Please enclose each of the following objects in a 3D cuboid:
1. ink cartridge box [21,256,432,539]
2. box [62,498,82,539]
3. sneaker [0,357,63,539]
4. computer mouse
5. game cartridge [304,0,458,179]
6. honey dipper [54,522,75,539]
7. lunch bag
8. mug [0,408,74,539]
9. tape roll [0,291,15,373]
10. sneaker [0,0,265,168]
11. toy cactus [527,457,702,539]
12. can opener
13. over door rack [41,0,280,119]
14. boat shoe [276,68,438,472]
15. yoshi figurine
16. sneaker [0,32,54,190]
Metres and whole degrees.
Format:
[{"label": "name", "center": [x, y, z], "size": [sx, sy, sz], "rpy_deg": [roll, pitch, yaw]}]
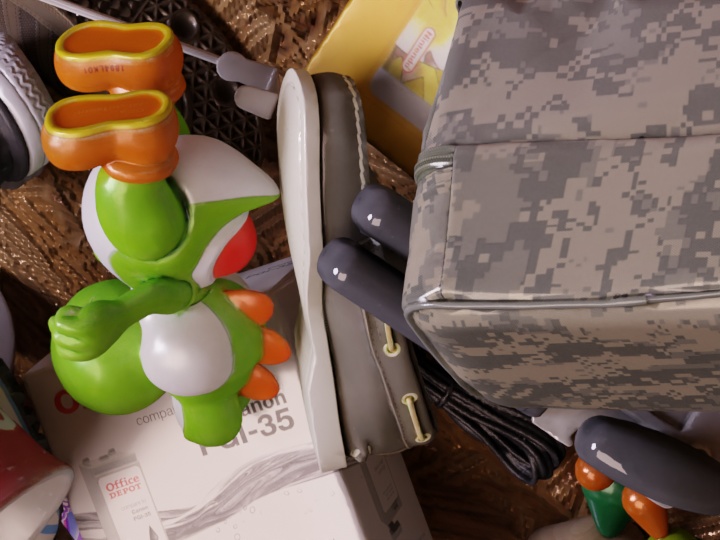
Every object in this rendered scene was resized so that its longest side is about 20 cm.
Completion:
[{"label": "ink cartridge box", "center": [-0.057, 0.111, 1.324], "size": [0.146, 0.083, 0.201], "rpy_deg": [-18, 97, 21]}, {"label": "box", "center": [-0.100, 0.121, 1.446], "size": [0.136, 0.039, 0.200], "rpy_deg": [36, 134, 6]}, {"label": "sneaker", "center": [-0.186, 0.121, 1.328], "size": [0.072, 0.072, 0.201], "rpy_deg": [53, 149, 39]}, {"label": "computer mouse", "center": [0.081, 0.018, 1.247], "size": [0.110, 0.044, 0.200], "rpy_deg": [40, 135, 3]}, {"label": "game cartridge", "center": [0.095, -0.082, 1.143], "size": [0.200, 0.032, 0.177], "rpy_deg": [39, 120, 5]}, {"label": "honey dipper", "center": [-0.169, 0.116, 1.416], "size": [0.200, 0.038, 0.038], "rpy_deg": [41, 149, 54]}, {"label": "lunch bag", "center": [0.125, -0.041, 1.047], "size": [0.199, 0.169, 0.139], "rpy_deg": [-2, 160, 21]}, {"label": "mug", "center": [-0.257, 0.081, 1.231], "size": [0.200, 0.133, 0.178], "rpy_deg": [45, 105, 8]}, {"label": "tape roll", "center": [-0.276, 0.055, 1.401], "size": [0.199, 0.200, 0.066], "rpy_deg": [25, 134, 15]}, {"label": "sneaker", "center": [-0.125, -0.110, 1.287], "size": [0.200, 0.070, 0.075], "rpy_deg": [48, 158, -7]}, {"label": "toy cactus", "center": [0.139, 0.129, 1.274], "size": [0.165, 0.102, 0.201], "rpy_deg": [-3, 125, 57]}, {"label": "can opener", "center": [0.076, 0.037, 1.135], "size": [0.199, 0.067, 0.054], "rpy_deg": [33, 92, -18]}, {"label": "over door rack", "center": [-0.097, -0.173, 1.187], "size": [0.199, 0.067, 0.148], "rpy_deg": [24, 113, 1]}, {"label": "boat shoe", "center": [0.000, -0.002, 1.191], "size": [0.060, 0.072, 0.203], "rpy_deg": [-8, 126, -5]}, {"label": "yoshi figurine", "center": [-0.104, -0.003, 1.198], "size": [0.112, 0.112, 0.201], "rpy_deg": [31, 145, 42]}, {"label": "sneaker", "center": [-0.208, -0.054, 1.291], "size": [0.076, 0.113, 0.200], "rpy_deg": [59, 166, -6]}]
